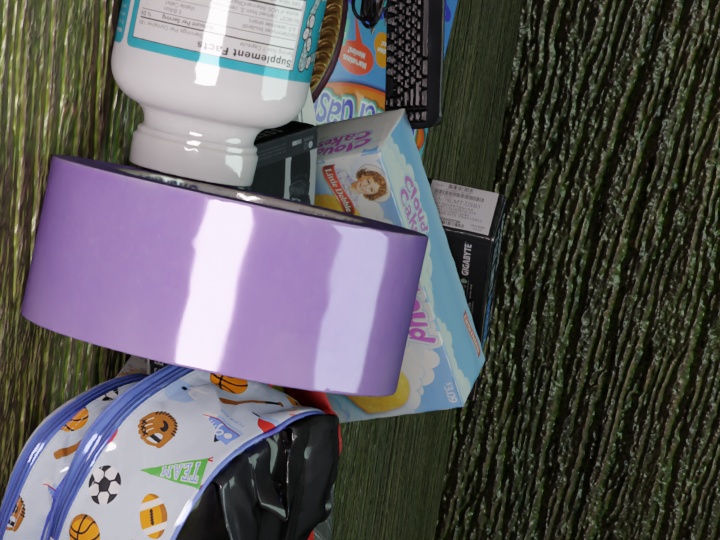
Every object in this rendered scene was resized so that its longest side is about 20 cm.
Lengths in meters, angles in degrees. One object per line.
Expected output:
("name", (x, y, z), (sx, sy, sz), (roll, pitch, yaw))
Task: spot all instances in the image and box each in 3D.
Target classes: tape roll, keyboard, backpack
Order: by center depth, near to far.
("tape roll", (-0.069, 0.002, 1.267), (0.200, 0.198, 0.086), (-14, 116, -82))
("backpack", (-0.099, 0.136, 1.310), (0.200, 0.154, 0.191), (-32, 153, -56))
("keyboard", (0.022, -0.197, 1.672), (0.104, 0.039, 0.202), (-177, -91, -66))

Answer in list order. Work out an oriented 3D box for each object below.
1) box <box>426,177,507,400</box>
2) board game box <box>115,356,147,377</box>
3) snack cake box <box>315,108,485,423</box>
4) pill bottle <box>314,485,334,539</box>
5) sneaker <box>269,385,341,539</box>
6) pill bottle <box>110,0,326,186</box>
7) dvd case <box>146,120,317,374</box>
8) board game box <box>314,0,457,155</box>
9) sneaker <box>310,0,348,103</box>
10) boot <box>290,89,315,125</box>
("box", (0.000, 0.001, 1.796), (0.201, 0.197, 0.050), (92, 15, -52))
("board game box", (-0.155, 0.146, 1.502), (0.200, 0.034, 0.136), (-60, 161, -67))
("snack cake box", (0.000, 0.000, 1.687), (0.067, 0.114, 0.201), (-59, 135, -56))
("pill bottle", (-0.075, 0.156, 1.733), (0.117, 0.115, 0.201), (94, -2, -49))
("sneaker", (-0.049, 0.113, 1.486), (0.077, 0.084, 0.201), (-44, 136, -43))
("pill bottle", (-0.073, -0.151, 1.334), (0.111, 0.110, 0.202), (-30, 132, -80))
("dvd case", (-0.078, 0.020, 1.511), (0.150, 0.025, 0.202), (-22, 121, -55))
("board game box", (-0.001, -0.163, 1.828), (0.152, 0.045, 0.202), (19, 82, -49))
("sneaker", (-0.036, -0.187, 1.690), (0.090, 0.074, 0.202), (58, 47, -79))
("boot", (-0.079, -0.114, 1.520), (0.091, 0.072, 0.201), (-52, 150, -26))
